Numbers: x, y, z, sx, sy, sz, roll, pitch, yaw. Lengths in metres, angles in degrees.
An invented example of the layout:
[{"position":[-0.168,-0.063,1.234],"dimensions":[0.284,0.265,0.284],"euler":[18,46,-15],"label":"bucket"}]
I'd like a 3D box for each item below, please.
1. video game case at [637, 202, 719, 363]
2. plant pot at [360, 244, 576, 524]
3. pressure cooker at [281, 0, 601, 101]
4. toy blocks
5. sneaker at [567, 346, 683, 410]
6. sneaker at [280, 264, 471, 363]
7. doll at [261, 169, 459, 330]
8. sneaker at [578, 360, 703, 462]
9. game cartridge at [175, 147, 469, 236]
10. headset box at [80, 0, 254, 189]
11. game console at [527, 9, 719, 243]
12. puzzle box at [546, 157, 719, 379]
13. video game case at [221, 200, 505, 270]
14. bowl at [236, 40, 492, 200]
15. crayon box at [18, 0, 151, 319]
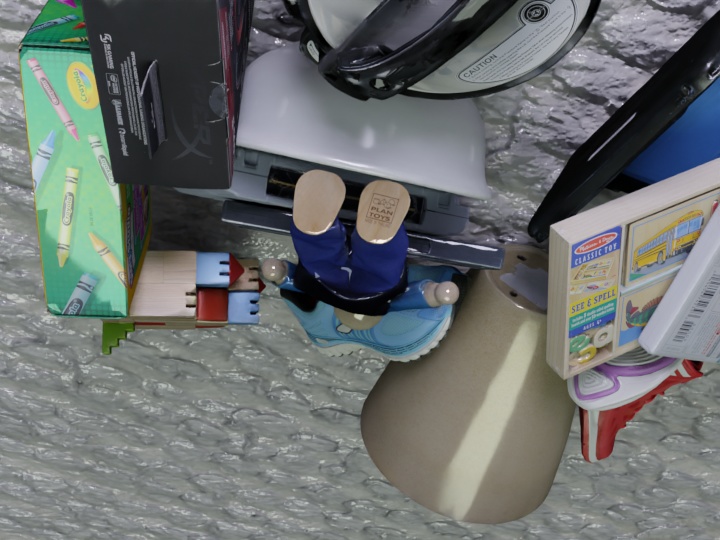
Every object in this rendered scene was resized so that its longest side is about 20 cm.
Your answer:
[{"position":[0.319,-0.014,0.897],"dimensions":[0.182,0.022,0.200],"euler":[9,116,-37],"label":"video game case"},{"position":[0.118,0.083,1.031],"dimensions":[0.187,0.187,0.200],"euler":[12,127,-12],"label":"plant pot"},{"position":[0.044,-0.191,0.646],"dimensions":[0.178,0.200,0.176],"euler":[0,141,2],"label":"pressure cooker"},{"position":[-0.142,0.018,0.976],"dimensions":[0.136,0.100,0.200],"euler":[1,173,-8],"label":"toy blocks"},{"position":[0.253,0.052,0.985],"dimensions":[0.200,0.075,0.100],"euler":[-41,151,-12],"label":"sneaker"},{"position":[0.004,0.025,0.994],"dimensions":[0.200,0.078,0.090],"euler":[-11,136,46],"label":"sneaker"},{"position":[0.000,0.000,0.802],"dimensions":[0.136,0.049,0.200],"euler":[9,159,4],"label":"doll"},{"position":[0.267,0.119,1.134],"dimensions":[0.115,0.078,0.200],"euler":[-3,143,8],"label":"sneaker"},{"position":[-0.036,-0.058,0.887],"dimensions":[0.200,0.041,0.133],"euler":[10,-176,-26],"label":"game cartridge"},{"position":[-0.107,-0.155,0.697],"dimensions":[0.075,0.200,0.149],"euler":[2,143,-1],"label":"headset box"},{"position":[0.240,-0.087,0.845],"dimensions":[0.116,0.176,0.200],"euler":[40,134,-1],"label":"game console"},{"position":[0.227,-0.009,0.875],"dimensions":[0.200,0.025,0.133],"euler":[-22,131,-17],"label":"puzzle box"},{"position":[0.002,-0.025,0.898],"dimensions":[0.200,0.019,0.143],"euler":[9,180,0],"label":"video game case"},{"position":[0.002,-0.112,0.806],"dimensions":[0.201,0.091,0.201],"euler":[13,-175,-1],"label":"bowl"},{"position":[-0.182,-0.082,0.813],"dimensions":[0.058,0.119,0.200],"euler":[3,122,-2],"label":"crayon box"}]
